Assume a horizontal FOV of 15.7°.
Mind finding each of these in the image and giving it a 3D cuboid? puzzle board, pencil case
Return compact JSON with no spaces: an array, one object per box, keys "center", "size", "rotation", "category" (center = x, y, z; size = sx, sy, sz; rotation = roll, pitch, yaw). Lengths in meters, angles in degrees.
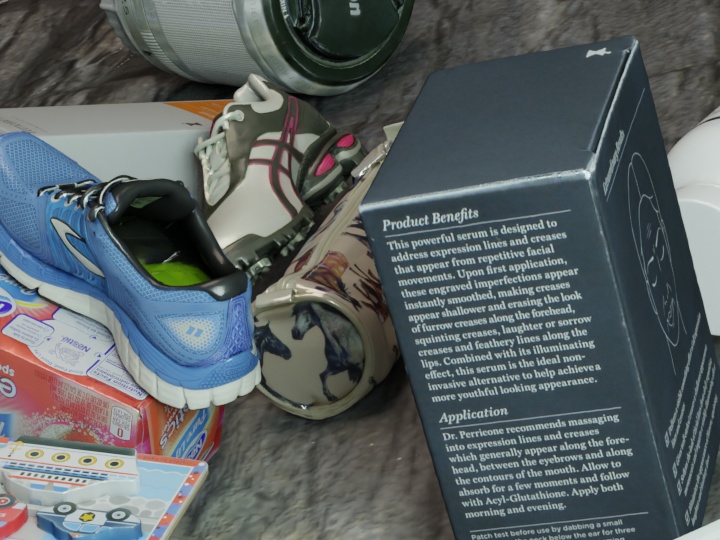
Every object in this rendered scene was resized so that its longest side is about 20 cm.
[{"center":[-0.188,0.116,1.216],"size":[0.199,0.017,0.151],"rotation":[6,30,14],"category":"puzzle board"},{"center":[0.000,0.000,1.425],"size":[0.078,0.090,0.200],"rotation":[-19,20,30],"category":"pencil case"}]

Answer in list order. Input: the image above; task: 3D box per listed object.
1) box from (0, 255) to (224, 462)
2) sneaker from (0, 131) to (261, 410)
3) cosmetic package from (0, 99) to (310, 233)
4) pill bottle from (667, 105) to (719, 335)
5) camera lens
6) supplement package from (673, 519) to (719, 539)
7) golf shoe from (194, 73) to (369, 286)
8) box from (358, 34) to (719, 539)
[{"center":[-0.175,0.046,1.344],"size":[0.199,0.096,0.100],"rotation":[23,38,17],"category":"box"},{"center":[-0.116,-0.020,1.289],"size":[0.078,0.089,0.200],"rotation":[-24,48,-39],"category":"sneaker"},{"center":[-0.138,-0.061,1.596],"size":[0.199,0.072,0.101],"rotation":[-5,15,-31],"category":"cosmetic package"},{"center":[0.227,-0.047,1.349],"size":[0.112,0.113,0.200],"rotation":[4,31,40],"category":"pill bottle"},{"center":[-0.071,-0.210,1.854],"size":[0.160,0.161,0.200],"rotation":[-33,28,-34],"category":"camera lens"},{"center":[0.119,0.200,0.821],"size":[0.191,0.148,0.200],"rotation":[-23,25,-14],"category":"supplement package"},{"center":[-0.068,-0.043,1.499],"size":[0.077,0.088,0.200],"rotation":[-42,7,28],"category":"golf shoe"},{"center":[0.088,0.020,1.180],"size":[0.107,0.201,0.149],"rotation":[-8,24,19],"category":"box"}]
